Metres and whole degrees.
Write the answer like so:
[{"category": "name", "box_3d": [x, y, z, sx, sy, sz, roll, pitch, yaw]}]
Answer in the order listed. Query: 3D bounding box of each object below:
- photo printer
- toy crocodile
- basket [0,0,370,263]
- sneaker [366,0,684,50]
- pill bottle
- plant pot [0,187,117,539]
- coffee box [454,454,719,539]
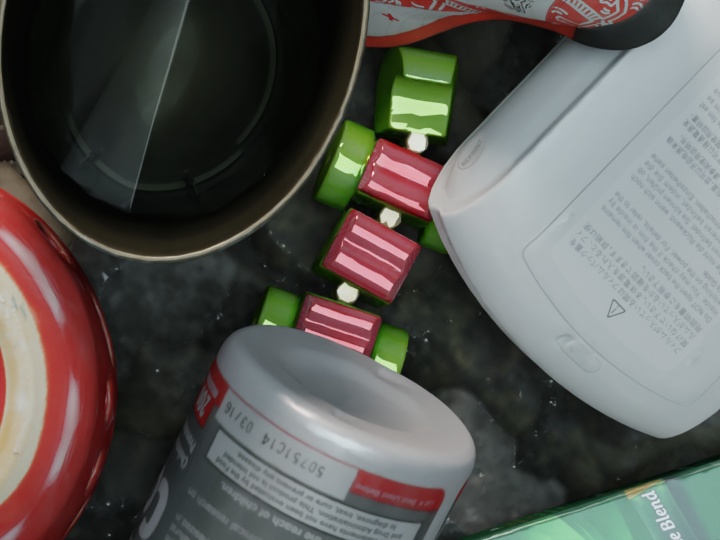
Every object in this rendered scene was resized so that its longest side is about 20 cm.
[{"category": "photo printer", "box_3d": [0.138, -0.038, 1.276, 0.200, 0.069, 0.166, -47, 114, -1]}, {"category": "toy crocodile", "box_3d": [0.000, 0.000, 1.286, 0.067, 0.062, 0.200, 23, 86, -5]}, {"category": "basket", "box_3d": [-0.076, -0.085, 1.212, 0.136, 0.200, 0.180, 15, 85, -5]}, {"category": "sneaker", "box_3d": [0.027, -0.143, 1.220, 0.108, 0.201, 0.067, 43, 63, -45]}, {"category": "pill bottle", "box_3d": [-0.044, 0.134, 1.228, 0.114, 0.114, 0.200, 25, 104, -5]}, {"category": "plant pot", "box_3d": [-0.197, 0.050, 1.204, 0.200, 0.182, 0.201, 0, 90, -5]}, {"category": "coffee box", "box_3d": [0.104, 0.160, 1.299, 0.200, 0.044, 0.123, -16, 89, -7]}]
